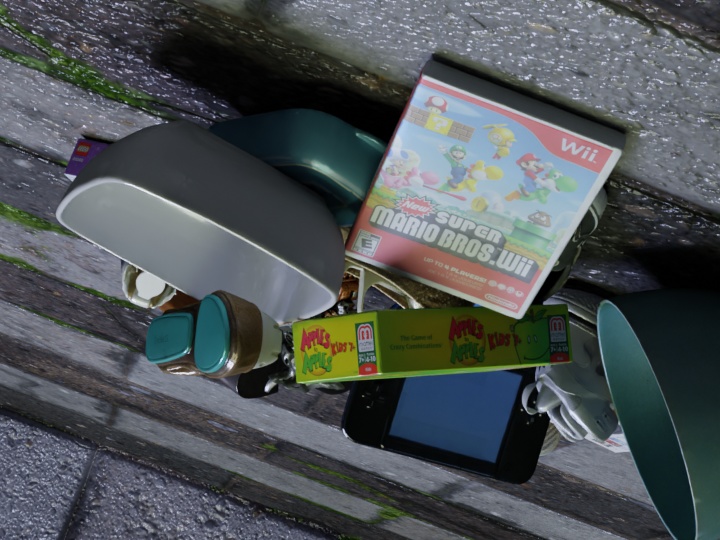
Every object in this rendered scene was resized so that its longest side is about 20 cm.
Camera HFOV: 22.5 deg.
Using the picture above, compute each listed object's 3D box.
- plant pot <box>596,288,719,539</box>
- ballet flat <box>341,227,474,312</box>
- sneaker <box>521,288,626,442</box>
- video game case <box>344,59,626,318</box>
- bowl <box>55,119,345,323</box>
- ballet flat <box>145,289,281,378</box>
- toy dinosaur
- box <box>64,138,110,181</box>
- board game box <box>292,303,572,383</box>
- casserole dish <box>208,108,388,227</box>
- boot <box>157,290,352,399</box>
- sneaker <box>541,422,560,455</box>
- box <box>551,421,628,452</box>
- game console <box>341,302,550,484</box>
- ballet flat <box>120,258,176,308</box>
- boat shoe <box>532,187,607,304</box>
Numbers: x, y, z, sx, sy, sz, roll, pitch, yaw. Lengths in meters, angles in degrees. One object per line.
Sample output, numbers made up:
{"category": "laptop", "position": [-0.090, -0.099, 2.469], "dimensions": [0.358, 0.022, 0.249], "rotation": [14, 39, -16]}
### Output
{"category": "plant pot", "position": [0.280, 0.097, 1.393], "dimensions": [0.134, 0.201, 0.200], "rotation": [-18, 164, -5]}
{"category": "ballet flat", "position": [0.000, 0.000, 1.473], "dimensions": [0.199, 0.066, 0.070], "rotation": [26, 170, -7]}
{"category": "sneaker", "position": [0.230, 0.101, 1.534], "dimensions": [0.199, 0.116, 0.075], "rotation": [24, 169, -13]}
{"category": "video game case", "position": [0.080, -0.050, 1.249], "dimensions": [0.142, 0.018, 0.200], "rotation": [20, 141, -4]}
{"category": "bowl", "position": [-0.112, -0.040, 1.337], "dimensions": [0.199, 0.075, 0.200], "rotation": [28, 163, -18]}
{"category": "ballet flat", "position": [-0.104, 0.054, 1.396], "dimensions": [0.072, 0.068, 0.200], "rotation": [8, 170, -23]}
{"category": "toy dinosaur", "position": [-0.063, 0.027, 1.548], "dimensions": [0.198, 0.103, 0.136], "rotation": [-7, 139, -4]}
{"category": "box", "position": [-0.163, -0.051, 1.648], "dimensions": [0.136, 0.039, 0.200], "rotation": [13, 163, 24]}
{"category": "board game box", "position": [0.057, 0.055, 1.388], "dimensions": [0.199, 0.048, 0.101], "rotation": [-1, 174, -40]}
{"category": "casserole dish", "position": [-0.042, -0.070, 1.349], "dimensions": [0.121, 0.039, 0.199], "rotation": [33, 160, -31]}
{"category": "boot", "position": [-0.098, 0.048, 1.750], "dimensions": [0.187, 0.069, 0.200], "rotation": [-12, -143, -33]}
{"category": "sneaker", "position": [0.117, 0.131, 1.896], "dimensions": [0.199, 0.074, 0.082], "rotation": [27, -179, -17]}
{"category": "box", "position": [0.230, 0.135, 1.802], "dimensions": [0.199, 0.042, 0.119], "rotation": [28, 163, -19]}
{"category": "game console", "position": [0.107, 0.100, 1.602], "dimensions": [0.199, 0.172, 0.118], "rotation": [16, -178, -20]}
{"category": "ballet flat", "position": [-0.188, -0.004, 1.633], "dimensions": [0.073, 0.074, 0.200], "rotation": [22, 164, -11]}
{"category": "boat shoe", "position": [0.139, -0.025, 1.334], "dimensions": [0.068, 0.057, 0.200], "rotation": [18, 165, 7]}
